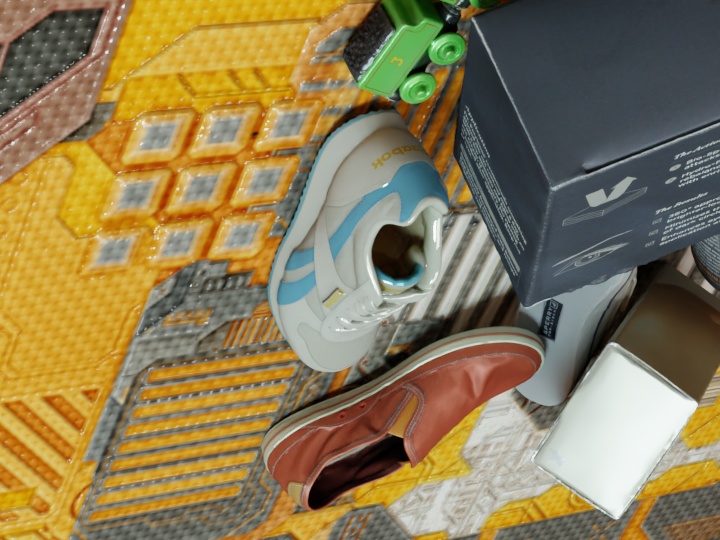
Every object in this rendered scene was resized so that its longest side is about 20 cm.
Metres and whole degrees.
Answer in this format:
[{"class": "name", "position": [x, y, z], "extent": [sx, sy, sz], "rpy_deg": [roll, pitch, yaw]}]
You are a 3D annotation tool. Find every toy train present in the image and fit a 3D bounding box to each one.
[{"class": "toy train", "position": [0.059, -0.174, 1.522], "extent": [0.056, 0.042, 0.200], "rpy_deg": [15, 123, -36]}]

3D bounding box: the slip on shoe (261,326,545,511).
[{"class": "slip on shoe", "position": [0.034, 0.099, 1.808], "extent": [0.199, 0.061, 0.074], "rpy_deg": [-26, 146, -2]}]

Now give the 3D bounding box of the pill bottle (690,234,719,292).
[{"class": "pill bottle", "position": [0.264, -0.047, 1.799], "extent": [0.106, 0.106, 0.200], "rpy_deg": [-29, 147, -8]}]

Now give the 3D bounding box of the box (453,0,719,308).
[{"class": "box", "position": [0.168, -0.092, 1.590], "extent": [0.196, 0.118, 0.200], "rpy_deg": [-21, 162, -9]}]

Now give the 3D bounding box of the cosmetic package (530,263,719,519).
[{"class": "cosmetic package", "position": [0.187, 0.077, 1.825], "extent": [0.105, 0.071, 0.200], "rpy_deg": [-58, 175, 23]}]

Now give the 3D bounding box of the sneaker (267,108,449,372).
[{"class": "sneaker", "position": [0.000, 0.000, 1.652], "extent": [0.076, 0.081, 0.200], "rpy_deg": [-17, 145, -27]}]

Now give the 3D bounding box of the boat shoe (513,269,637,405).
[{"class": "boat shoe", "position": [0.150, 0.001, 1.810], "extent": [0.070, 0.071, 0.200], "rpy_deg": [-43, 155, -41]}]
